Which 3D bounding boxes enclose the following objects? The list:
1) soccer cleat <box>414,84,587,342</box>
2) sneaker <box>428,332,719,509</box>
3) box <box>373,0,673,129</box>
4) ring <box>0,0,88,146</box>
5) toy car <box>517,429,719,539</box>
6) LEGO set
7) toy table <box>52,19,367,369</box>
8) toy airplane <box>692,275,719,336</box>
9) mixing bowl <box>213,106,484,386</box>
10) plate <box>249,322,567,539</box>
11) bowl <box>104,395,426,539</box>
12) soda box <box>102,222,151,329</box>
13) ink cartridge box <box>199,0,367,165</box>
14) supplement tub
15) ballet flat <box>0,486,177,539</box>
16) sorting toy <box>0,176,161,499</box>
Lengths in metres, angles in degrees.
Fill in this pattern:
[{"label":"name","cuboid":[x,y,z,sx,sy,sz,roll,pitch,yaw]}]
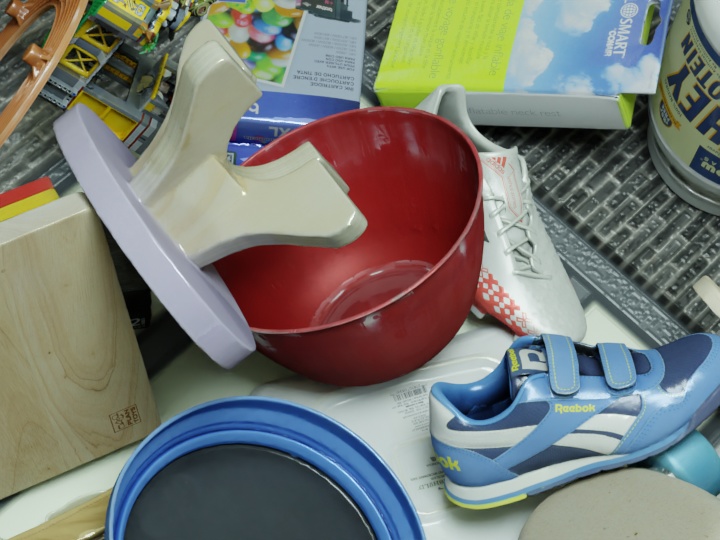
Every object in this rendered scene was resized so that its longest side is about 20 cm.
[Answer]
[{"label":"soccer cleat","cuboid":[0.091,-0.036,1.364,0.069,0.085,0.200,-15,61,-40]},{"label":"sneaker","cuboid":[0.133,0.077,1.247,0.200,0.074,0.082,-22,111,5]},{"label":"box","cuboid":[0.120,-0.161,1.421,0.200,0.048,0.122,4,61,21]},{"label":"ring","cuboid":[-0.240,-0.121,1.325,0.019,0.200,0.201,34,61,-23]},{"label":"toy car","cuboid":[0.194,0.226,1.224,0.184,0.177,0.200,-37,112,-21]},{"label":"LEGO set","cuboid":[-0.127,-0.171,1.350,0.116,0.154,0.200,30,36,-20]},{"label":"toy table","cuboid":[-0.086,-0.052,1.209,0.117,0.184,0.200,-39,69,4]},{"label":"toy airplane","cuboid":[0.299,0.105,1.284,0.199,0.141,0.200,26,32,-23]},{"label":"mixing bowl","cuboid":[0.000,0.000,1.311,0.200,0.108,0.200,-15,42,14]},{"label":"plate","cuboid":[0.049,0.135,1.311,0.199,0.032,0.200,-14,65,-12]},{"label":"bowl","cuboid":[-0.057,0.172,1.214,0.200,0.039,0.201,11,54,-16]},{"label":"soda box","cuboid":[-0.238,0.006,1.327,0.200,0.063,0.071,-7,64,-9]},{"label":"ink cartridge box","cuboid":[-0.057,-0.151,1.440,0.119,0.042,0.200,5,65,-3]},{"label":"supplement tub","cuboid":[0.275,-0.135,1.375,0.145,0.200,0.145,3,63,-5]},{"label":"ballet flat","cuboid":[-0.195,0.181,1.254,0.200,0.069,0.063,-21,39,-18]},{"label":"sorting toy","cuboid":[-0.241,0.049,1.235,0.198,0.200,0.070,-23,47,-12]}]
